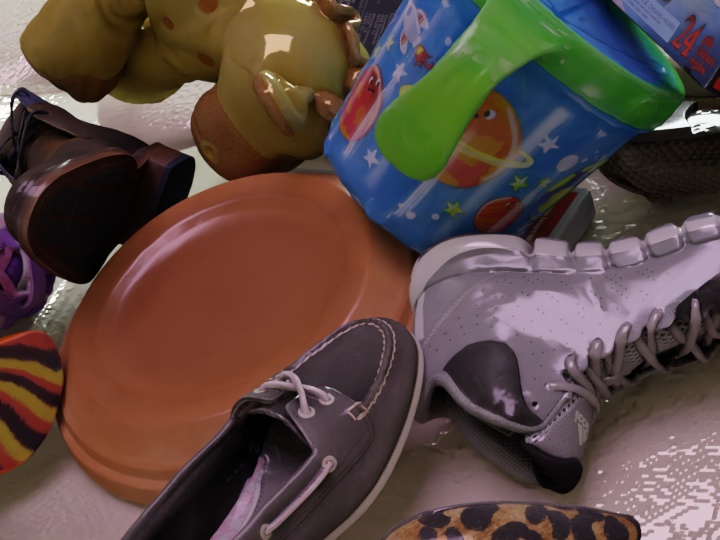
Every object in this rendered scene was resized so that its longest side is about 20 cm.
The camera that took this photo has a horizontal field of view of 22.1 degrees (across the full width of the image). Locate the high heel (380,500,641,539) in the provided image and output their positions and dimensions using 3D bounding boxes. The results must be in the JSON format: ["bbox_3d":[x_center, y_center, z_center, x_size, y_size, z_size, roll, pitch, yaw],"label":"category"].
[{"bbox_3d":[0.024,0.162,0.651,0.199,0.072,0.143,-18,46,-4],"label":"high heel"}]

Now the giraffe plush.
[{"bbox_3d":[-0.057,-0.118,0.961,0.172,0.200,0.162,-28,73,-32],"label":"giraffe plush"}]

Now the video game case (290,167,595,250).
[{"bbox_3d":[0.000,0.000,0.922,0.199,0.017,0.143,6,41,34],"label":"video game case"}]

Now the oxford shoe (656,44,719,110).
[{"bbox_3d":[0.146,-0.138,0.982,0.070,0.075,0.200,-14,31,-25],"label":"oxford shoe"}]

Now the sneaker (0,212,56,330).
[{"bbox_3d":[-0.200,-0.001,0.929,0.088,0.081,0.200,0,1,0],"label":"sneaker"}]

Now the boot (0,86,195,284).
[{"bbox_3d":[-0.161,-0.046,0.942,0.097,0.075,0.200,24,9,10],"label":"boot"}]

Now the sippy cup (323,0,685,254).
[{"bbox_3d":[0.057,-0.076,0.847,0.130,0.177,0.140,-49,47,21],"label":"sippy cup"}]

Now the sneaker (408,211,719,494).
[{"bbox_3d":[0.113,0.042,0.771,0.199,0.075,0.116,-5,50,20],"label":"sneaker"}]

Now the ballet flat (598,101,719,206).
[{"bbox_3d":[0.209,-0.053,0.874,0.199,0.047,0.067,1,23,19],"label":"ballet flat"}]

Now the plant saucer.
[{"bbox_3d":[-0.060,0.022,0.875,0.199,0.038,0.201,-15,43,15],"label":"plant saucer"}]

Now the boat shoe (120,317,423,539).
[{"bbox_3d":[-0.043,0.089,0.742,0.067,0.057,0.200,16,62,44],"label":"boat shoe"}]

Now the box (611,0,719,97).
[{"bbox_3d":[0.162,-0.171,0.824,0.137,0.038,0.200,-58,29,17],"label":"box"}]

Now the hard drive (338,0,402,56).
[{"bbox_3d":[0.030,-0.133,1.020,0.200,0.033,0.140,14,82,40],"label":"hard drive"}]

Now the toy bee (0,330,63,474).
[{"bbox_3d":[-0.231,0.096,0.851,0.199,0.109,0.131,-11,1,-4],"label":"toy bee"}]
